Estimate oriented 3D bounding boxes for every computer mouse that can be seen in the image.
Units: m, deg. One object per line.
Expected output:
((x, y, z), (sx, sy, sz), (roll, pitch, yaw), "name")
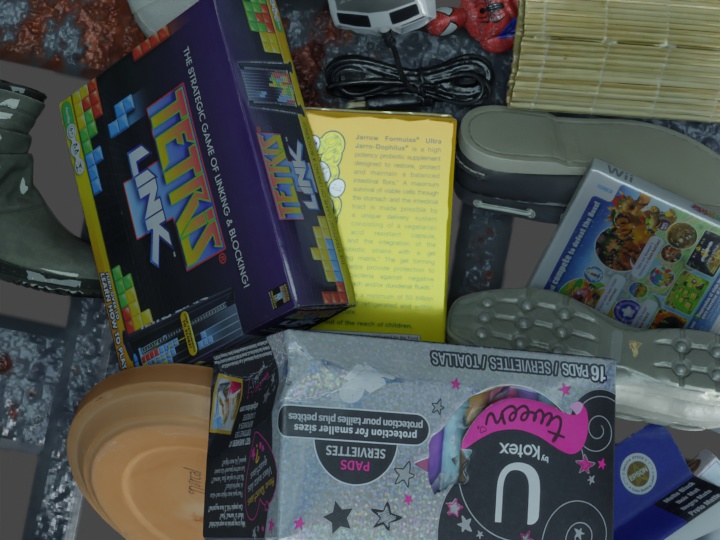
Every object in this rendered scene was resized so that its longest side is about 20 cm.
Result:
((0.014, -0.180, 1.090), (0.109, 0.044, 0.201), (-2, 137, 16), "computer mouse")

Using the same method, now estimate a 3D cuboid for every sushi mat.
((0.193, -0.143, 1.130), (0.198, 0.012, 0.096), (3, 109, -12), "sushi mat")

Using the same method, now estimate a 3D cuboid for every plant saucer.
((-0.090, 0.137, 1.099), (0.199, 0.032, 0.201), (10, 136, 10), "plant saucer")

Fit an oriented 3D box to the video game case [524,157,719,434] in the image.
((0.210, 0.027, 1.132), (0.199, 0.018, 0.144), (24, 124, -1), "video game case")

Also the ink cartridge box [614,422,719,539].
((0.169, 0.223, 1.087), (0.199, 0.041, 0.201), (-30, 93, -22), "ink cartridge box")

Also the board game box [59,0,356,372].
((-0.098, -0.043, 1.073), (0.165, 0.056, 0.201), (-29, 71, 41), "board game box")

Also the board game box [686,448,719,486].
((0.225, 0.259, 1.167), (0.200, 0.041, 0.200), (-42, 93, 2), "board game box")

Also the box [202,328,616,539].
((0.027, 0.103, 0.983), (0.199, 0.132, 0.116), (5, 80, -22), "box")

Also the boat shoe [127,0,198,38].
((-0.063, -0.214, 1.131), (0.199, 0.071, 0.070), (-34, 94, 7), "boat shoe")

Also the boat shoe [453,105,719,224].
((0.155, -0.057, 1.153), (0.198, 0.073, 0.063), (11, 136, -6), "boat shoe")

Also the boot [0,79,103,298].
((-0.222, -0.058, 1.140), (0.198, 0.068, 0.132), (13, 87, -2), "boot")

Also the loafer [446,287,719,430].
((0.149, 0.062, 1.115), (0.198, 0.070, 0.070), (15, 55, 5), "loafer")

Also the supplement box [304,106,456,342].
((0.000, 0.000, 1.119), (0.109, 0.109, 0.202), (3, 93, -1), "supplement box")

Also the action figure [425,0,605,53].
((0.138, -0.184, 1.143), (0.198, 0.052, 0.066), (-15, 98, 3), "action figure")
